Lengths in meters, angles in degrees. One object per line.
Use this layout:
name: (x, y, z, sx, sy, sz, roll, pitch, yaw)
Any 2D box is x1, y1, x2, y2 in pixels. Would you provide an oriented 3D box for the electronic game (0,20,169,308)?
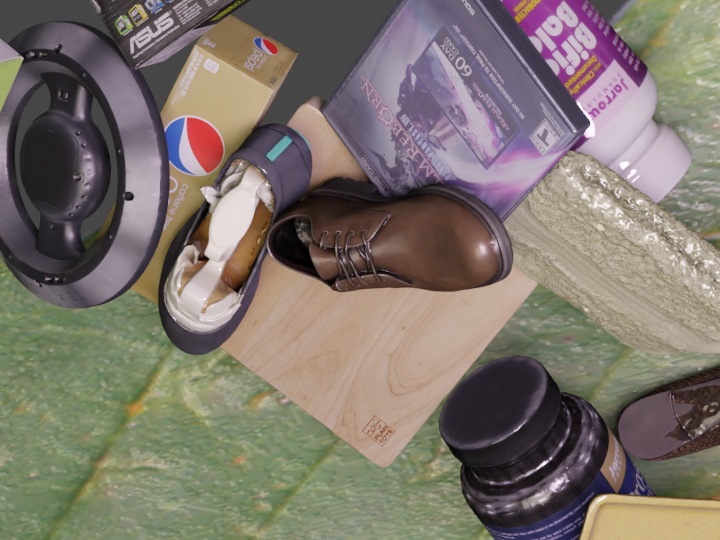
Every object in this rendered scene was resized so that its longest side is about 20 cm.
electronic game: (-0.204, -0.073, 1.745, 0.200, 0.042, 0.201, 8, 102, 42)

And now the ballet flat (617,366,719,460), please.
ballet flat: (0.275, 0.089, 1.742, 0.199, 0.046, 0.068, -20, 79, 18)

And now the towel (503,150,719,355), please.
towel: (0.166, -0.005, 1.620, 0.200, 0.037, 0.148, 36, 155, -21)

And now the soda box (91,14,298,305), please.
soda box: (-0.119, -0.077, 1.748, 0.064, 0.068, 0.200, 29, 121, -1)

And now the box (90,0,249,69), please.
box: (-0.120, -0.263, 1.638, 0.200, 0.047, 0.193, -32, 87, 28)

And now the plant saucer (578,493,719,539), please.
plant saucer: (0.215, 0.233, 1.718, 0.199, 0.048, 0.201, 5, 114, -21)

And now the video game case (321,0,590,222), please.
video game case: (0.055, -0.096, 1.577, 0.143, 0.019, 0.200, 54, 145, 10)

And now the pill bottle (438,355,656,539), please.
pill bottle: (0.139, 0.157, 1.747, 0.112, 0.112, 0.200, -20, 125, 24)

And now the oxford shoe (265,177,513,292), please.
oxford shoe: (0.016, -0.011, 1.602, 0.200, 0.084, 0.073, 3, 115, 49)

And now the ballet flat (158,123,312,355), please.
ballet flat: (-0.096, -0.013, 1.698, 0.073, 0.073, 0.200, 30, 121, -1)

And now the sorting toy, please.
sorting toy: (0.000, 0.000, 1.751, 0.199, 0.070, 0.200, 37, 121, -1)

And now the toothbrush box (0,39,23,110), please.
toothbrush box: (-0.346, -0.105, 1.767, 0.146, 0.086, 0.200, 38, 121, 16)

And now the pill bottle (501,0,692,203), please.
pill bottle: (0.122, -0.121, 1.631, 0.112, 0.112, 0.200, -37, 102, 29)
